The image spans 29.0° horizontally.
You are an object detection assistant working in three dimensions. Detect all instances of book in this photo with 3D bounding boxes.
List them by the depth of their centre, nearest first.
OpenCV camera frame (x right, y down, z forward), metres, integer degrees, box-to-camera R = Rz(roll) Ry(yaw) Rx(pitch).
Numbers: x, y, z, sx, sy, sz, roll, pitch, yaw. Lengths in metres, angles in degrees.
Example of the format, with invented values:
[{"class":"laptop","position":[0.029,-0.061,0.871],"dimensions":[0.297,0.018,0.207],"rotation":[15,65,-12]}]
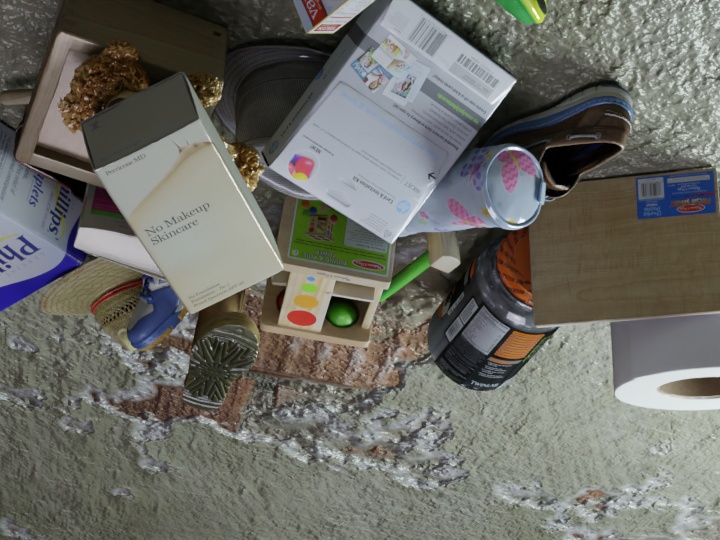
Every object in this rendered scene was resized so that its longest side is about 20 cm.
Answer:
[{"class":"book","position":[-0.210,-0.075,1.403],"dimensions":[0.132,0.201,0.048],"rotation":[17,124,-13]}]

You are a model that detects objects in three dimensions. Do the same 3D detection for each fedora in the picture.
[{"class":"fedora","position":[-0.057,-0.134,1.383],"dimensions":[0.198,0.091,0.177],"rotation":[12,144,-7]}]

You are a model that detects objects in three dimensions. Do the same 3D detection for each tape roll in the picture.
[{"class":"tape roll","position":[0.371,0.063,1.508],"dimensions":[0.200,0.141,0.203],"rotation":[1,162,0]}]

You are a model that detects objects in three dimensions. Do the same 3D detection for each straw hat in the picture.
[{"class":"straw hat","position":[-0.260,0.044,1.593],"dimensions":[0.200,0.086,0.201],"rotation":[-24,168,-5]}]

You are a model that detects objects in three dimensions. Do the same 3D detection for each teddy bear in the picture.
[{"class":"teddy bear","position":[-0.177,-0.114,1.258],"dimensions":[0.144,0.067,0.201],"rotation":[-19,131,12]}]

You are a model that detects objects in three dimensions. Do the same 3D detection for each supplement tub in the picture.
[{"class":"supplement tub","position":[0.163,0.041,1.571],"dimensions":[0.121,0.123,0.200],"rotation":[16,144,-13]}]

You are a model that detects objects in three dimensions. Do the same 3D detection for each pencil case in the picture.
[{"class":"pencil case","position":[0.092,-0.077,1.393],"dimensions":[0.090,0.084,0.199],"rotation":[28,162,-32]}]

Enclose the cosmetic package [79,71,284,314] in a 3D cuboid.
[{"class":"cosmetic package","position":[-0.154,-0.064,1.227],"dimensions":[0.103,0.073,0.201],"rotation":[-26,137,2]}]

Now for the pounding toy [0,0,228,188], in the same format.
[{"class":"pounding toy","position":[-0.248,-0.172,1.346],"dimensions":[0.183,0.143,0.201],"rotation":[18,130,-17]}]

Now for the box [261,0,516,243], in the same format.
[{"class":"box","position":[0.027,-0.145,1.306],"dimensions":[0.155,0.041,0.201],"rotation":[30,104,-27]}]

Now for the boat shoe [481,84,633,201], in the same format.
[{"class":"boat shoe","position":[0.184,-0.112,1.389],"dimensions":[0.072,0.073,0.199],"rotation":[27,141,-29]}]

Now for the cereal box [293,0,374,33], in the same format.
[{"class":"cereal box","position":[0.004,-0.298,1.101],"dimensions":[0.039,0.145,0.199],"rotation":[-11,166,-46]}]

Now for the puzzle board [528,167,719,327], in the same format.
[{"class":"puzzle board","position":[0.275,-0.022,1.444],"dimensions":[0.198,0.152,0.017],"rotation":[-5,164,16]}]

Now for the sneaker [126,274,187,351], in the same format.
[{"class":"sneaker","position":[-0.214,-0.014,1.513],"dimensions":[0.088,0.201,0.075],"rotation":[34,166,-31]}]

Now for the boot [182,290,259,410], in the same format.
[{"class":"boot","position":[-0.150,0.030,1.539],"dimensions":[0.066,0.201,0.175],"rotation":[19,141,-17]}]

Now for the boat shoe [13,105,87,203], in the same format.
[{"class":"boat shoe","position":[-0.288,-0.099,1.495],"dimensions":[0.199,0.071,0.070],"rotation":[31,137,-33]}]

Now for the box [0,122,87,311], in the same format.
[{"class":"box","position":[-0.421,-0.064,1.535],"dimensions":[0.183,0.106,0.199],"rotation":[-25,135,38]}]

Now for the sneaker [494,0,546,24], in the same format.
[{"class":"sneaker","position":[0.077,-0.273,1.183],"dimensions":[0.199,0.074,0.084],"rotation":[32,137,-18]}]

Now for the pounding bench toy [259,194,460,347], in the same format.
[{"class":"pounding bench toy","position":[0.000,0.000,1.537],"dimensions":[0.198,0.125,0.156],"rotation":[10,145,-5]}]
